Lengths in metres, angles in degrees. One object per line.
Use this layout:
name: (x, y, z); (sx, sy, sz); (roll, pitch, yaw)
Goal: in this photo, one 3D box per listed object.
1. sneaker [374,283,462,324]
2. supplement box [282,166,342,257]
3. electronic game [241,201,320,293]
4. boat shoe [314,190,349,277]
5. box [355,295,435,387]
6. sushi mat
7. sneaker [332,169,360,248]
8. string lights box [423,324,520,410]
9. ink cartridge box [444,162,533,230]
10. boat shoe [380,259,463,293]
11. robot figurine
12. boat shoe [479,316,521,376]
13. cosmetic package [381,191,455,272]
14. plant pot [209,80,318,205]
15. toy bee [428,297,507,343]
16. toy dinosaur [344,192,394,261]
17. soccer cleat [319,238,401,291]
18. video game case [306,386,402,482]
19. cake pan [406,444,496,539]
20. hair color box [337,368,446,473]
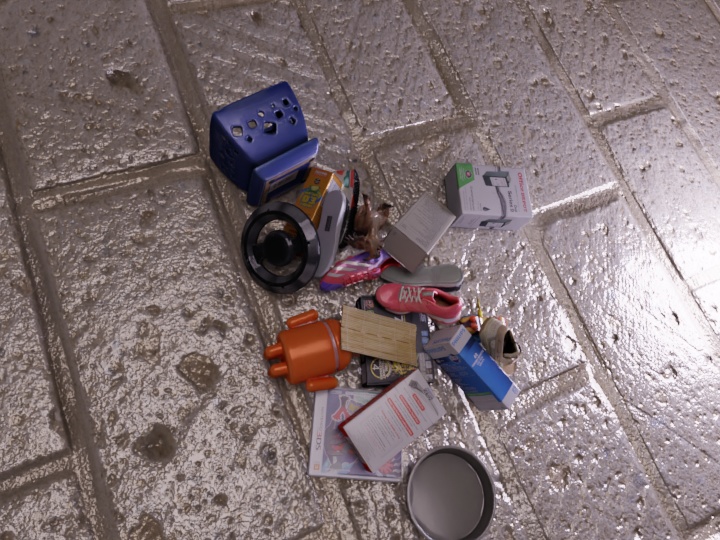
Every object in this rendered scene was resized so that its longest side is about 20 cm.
sneaker: (0.132, 0.058, 1.222); (0.198, 0.087, 0.074); (12, 65, 0)
supplement box: (-0.114, -0.132, 1.273); (0.066, 0.069, 0.202); (17, 76, 25)
electronic game: (-0.176, -0.049, 1.210); (0.201, 0.200, 0.042); (52, 24, 9)
boat shoe: (-0.066, -0.079, 1.252); (0.068, 0.057, 0.202); (15, 87, 26)
box: (0.076, 0.158, 1.250); (0.159, 0.049, 0.202); (2, 70, -17)
sushi mat: (0.041, 0.140, 1.181); (0.198, 0.012, 0.097); (17, 64, -29)
sneaker: (-0.059, -0.149, 1.335); (0.092, 0.070, 0.202); (3, 74, 14)
string lights box: (0.242, 0.216, 1.214); (0.200, 0.103, 0.059); (48, 61, -8)
ink cartridge box: (0.327, -0.189, 1.426); (0.198, 0.084, 0.148); (1, 70, -14)
boat shoe: (0.142, 0.020, 1.310); (0.198, 0.061, 0.076); (9, 62, 12)
robot figurine: (-0.100, 0.171, 1.166); (0.198, 0.118, 0.144); (-14, 39, -18)
boat shoe: (0.320, 0.181, 1.233); (0.065, 0.201, 0.072); (22, 62, 42)
cosmetic package: (0.139, -0.095, 1.310); (0.103, 0.073, 0.200); (40, 42, 3)
plant pot: (-0.214, -0.275, 1.269); (0.199, 0.200, 0.181); (-32, 86, -23)
toy bee: (0.264, 0.137, 1.274); (0.199, 0.109, 0.132); (-23, 78, -21)
toy dinosaur: (0.013, -0.101, 1.283); (0.085, 0.200, 0.137); (21, 97, -8)
soccer cleat: (0.000, 0.000, 1.272); (0.199, 0.067, 0.077); (-30, 65, -18)
video game case: (-0.007, 0.343, 1.173); (0.198, 0.023, 0.184); (8, 68, -11)
cake pan: (0.186, 0.472, 1.163); (0.198, 0.037, 0.202); (5, 69, -12)
hair color box: (0.066, 0.307, 1.147); (0.199, 0.064, 0.111); (-33, 87, -17)
